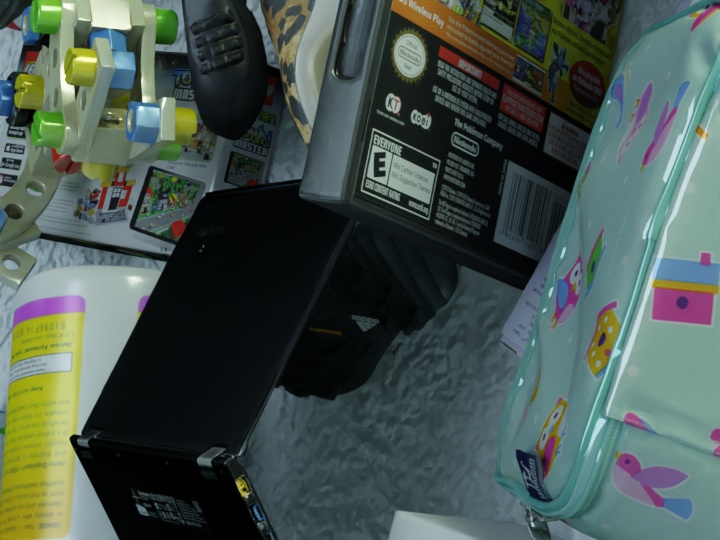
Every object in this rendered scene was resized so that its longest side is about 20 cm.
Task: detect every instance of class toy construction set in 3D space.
[{"bbox_3d":[-0.151,-0.068,1.089,0.200,0.092,0.131,-42,49,40],"label":"toy construction set"}]

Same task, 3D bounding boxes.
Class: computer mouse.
[{"bbox_3d":[-0.071,-0.163,1.062,0.034,0.059,0.200,-9,85,12],"label":"computer mouse"}]

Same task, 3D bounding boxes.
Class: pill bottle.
[{"bbox_3d":[-0.126,0.104,1.063,0.104,0.104,0.200,-13,68,42],"label":"pill bottle"}]

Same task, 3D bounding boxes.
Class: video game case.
[{"bbox_3d":[0.052,-0.095,0.878,0.025,0.200,0.181,8,84,32],"label":"video game case"}]

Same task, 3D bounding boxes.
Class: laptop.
[{"bbox_3d":[-0.039,0.075,0.934,0.187,0.116,0.200,-2,114,64],"label":"laptop"}]

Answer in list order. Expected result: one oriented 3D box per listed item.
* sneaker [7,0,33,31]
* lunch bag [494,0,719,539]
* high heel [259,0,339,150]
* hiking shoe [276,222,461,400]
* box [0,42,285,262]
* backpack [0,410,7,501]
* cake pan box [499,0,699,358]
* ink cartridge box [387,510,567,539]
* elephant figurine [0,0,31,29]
[{"bbox_3d":[-0.197,-0.242,1.264,0.112,0.071,0.200,14,90,43],"label":"sneaker"},{"bbox_3d":[0.110,0.007,0.766,0.160,0.077,0.200,-170,100,-81],"label":"lunch bag"},{"bbox_3d":[-0.022,-0.118,1.080,0.143,0.071,0.200,166,96,-72],"label":"high heel"},{"bbox_3d":[0.000,0.000,0.996,0.200,0.074,0.087,-29,25,55],"label":"hiking shoe"},{"bbox_3d":[-0.127,-0.065,1.165,0.200,0.035,0.110,10,85,46],"label":"box"},{"bbox_3d":[-0.244,0.159,1.141,0.200,0.154,0.191,-13,59,45],"label":"backpack"},{"bbox_3d":[0.163,-0.006,0.846,0.200,0.052,0.184,36,102,44],"label":"cake pan box"},{"bbox_3d":[0.061,0.209,0.857,0.146,0.084,0.200,13,88,46],"label":"ink cartridge box"},{"bbox_3d":[-0.178,-0.215,1.148,0.200,0.142,0.155,-10,68,17],"label":"elephant figurine"}]
